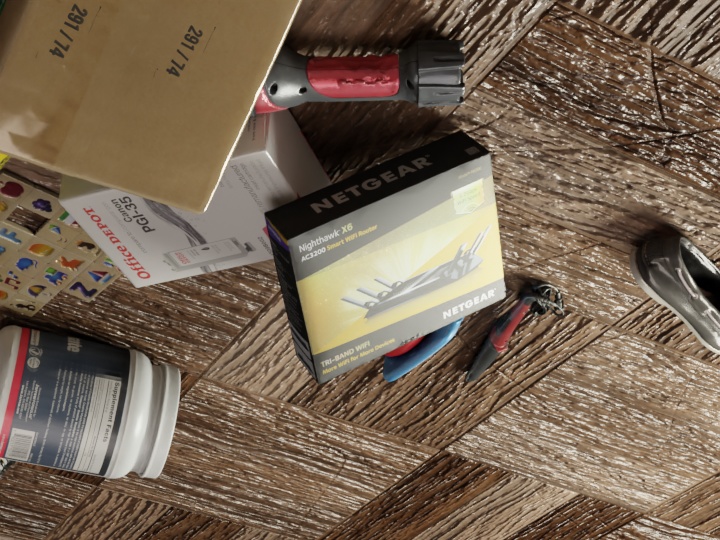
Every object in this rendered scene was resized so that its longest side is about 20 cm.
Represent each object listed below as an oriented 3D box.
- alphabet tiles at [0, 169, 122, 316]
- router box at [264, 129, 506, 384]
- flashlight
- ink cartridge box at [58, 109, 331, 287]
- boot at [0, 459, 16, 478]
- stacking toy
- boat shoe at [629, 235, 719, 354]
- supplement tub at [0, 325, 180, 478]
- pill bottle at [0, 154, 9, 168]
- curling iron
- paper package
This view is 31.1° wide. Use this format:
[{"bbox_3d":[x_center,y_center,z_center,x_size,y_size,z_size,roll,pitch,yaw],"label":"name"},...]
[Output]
[{"bbox_3d":[-0.326,-0.015,1.289,0.166,0.008,0.199,26,138,-31],"label":"alphabet tiles"},{"bbox_3d":[0.026,-0.012,1.129,0.198,0.052,0.158,-24,128,-17],"label":"router box"},{"bbox_3d":[-0.016,-0.158,1.030,0.198,0.068,0.069,-1,126,3],"label":"flashlight"},{"bbox_3d":[-0.142,-0.071,1.139,0.198,0.083,0.147,-12,143,17],"label":"ink cartridge box"},{"bbox_3d":[-0.401,0.217,1.501,0.198,0.139,0.078,4,145,-4],"label":"boot"},{"bbox_3d":[0.000,0.000,1.238,0.199,0.117,0.110,36,128,-20],"label":"stacking toy"},{"bbox_3d":[0.346,0.028,1.275,0.199,0.067,0.057,32,139,-30],"label":"boat shoe"},{"bbox_3d":[-0.306,0.145,1.396,0.198,0.142,0.141,13,143,-16],"label":"supplement tub"},{"bbox_3d":[-0.310,-0.139,1.025,0.111,0.113,0.200,25,139,-30],"label":"pill bottle"},{"bbox_3d":[0.158,0.074,1.378,0.049,0.026,0.200,17,142,-15],"label":"curling iron"},{"bbox_3d":[-0.161,-0.168,0.907,0.189,0.104,0.201,17,109,-29],"label":"paper package"}]
